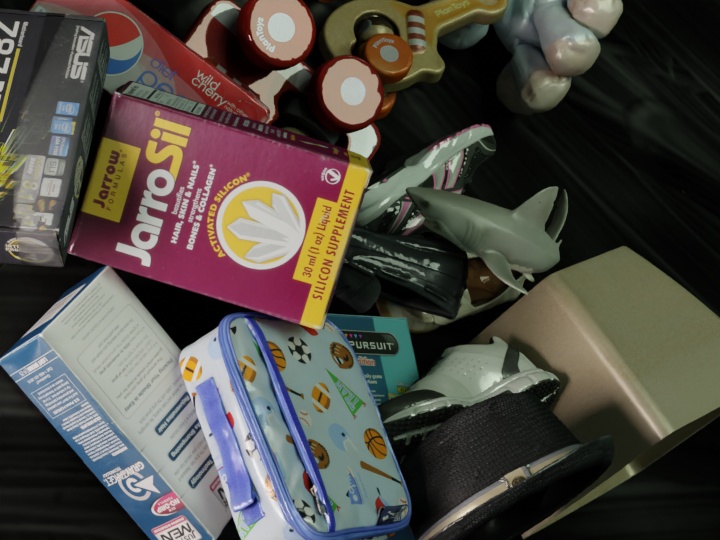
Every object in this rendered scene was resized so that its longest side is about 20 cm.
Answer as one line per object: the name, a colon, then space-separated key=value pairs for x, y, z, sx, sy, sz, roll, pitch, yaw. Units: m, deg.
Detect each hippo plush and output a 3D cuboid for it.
hippo plush: x=0.156 y=-0.268 z=1.850 sx=0.161 sy=0.159 sz=0.200 roll=32 pitch=67 yaw=-14

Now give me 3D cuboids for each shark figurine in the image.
shark figurine: x=0.149 y=-0.039 z=1.646 sx=0.128 sy=0.090 sz=0.214 roll=41 pitch=17 yaw=32

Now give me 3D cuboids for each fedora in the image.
fedora: x=0.099 y=0.162 z=1.490 sx=0.201 sy=0.201 sz=0.092 roll=-11 pitch=63 yaw=-47

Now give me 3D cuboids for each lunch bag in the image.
lunch bag: x=-0.048 y=0.128 z=1.404 sx=0.160 sy=0.076 sz=0.200 roll=5 pitch=56 yaw=-54

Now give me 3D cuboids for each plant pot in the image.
plant pot: x=0.213 y=0.094 z=1.695 sx=0.200 sy=0.200 sz=0.177 roll=-19 pitch=72 yaw=-48

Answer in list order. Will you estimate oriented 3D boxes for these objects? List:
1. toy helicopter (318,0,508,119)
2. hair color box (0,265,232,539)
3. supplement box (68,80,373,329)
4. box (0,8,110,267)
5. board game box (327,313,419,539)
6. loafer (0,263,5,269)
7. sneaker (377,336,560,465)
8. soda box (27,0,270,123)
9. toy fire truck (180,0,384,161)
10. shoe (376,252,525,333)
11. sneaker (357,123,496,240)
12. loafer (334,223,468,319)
toy helicopter: x=0.048 y=-0.235 z=1.754 sx=0.200 sy=0.079 sz=0.132 roll=-24 pitch=70 yaw=-26
hair color box: x=-0.165 y=0.106 z=1.399 sx=0.200 sy=0.061 sz=0.100 roll=51 pitch=41 yaw=-11
supplement box: x=-0.104 y=-0.051 z=1.421 sx=0.200 sy=0.131 sz=0.103 roll=16 pitch=8 yaw=-4
box: x=-0.275 y=-0.100 z=1.349 sx=0.161 sy=0.049 sz=0.200 roll=6 pitch=57 yaw=1
board game box: x=-0.008 y=0.136 z=1.550 sx=0.151 sy=0.047 sz=0.200 roll=6 pitch=65 yaw=-44
loafer: x=-0.261 y=-0.090 z=1.404 sx=0.073 sy=0.071 sz=0.200 roll=31 pitch=50 yaw=-30
sneaker: x=0.072 y=0.109 z=1.572 sx=0.200 sy=0.074 sz=0.080 roll=-12 pitch=46 yaw=-42
soda box: x=-0.169 y=-0.159 z=1.486 sx=0.200 sy=0.070 sz=0.063 roll=37 pitch=1 yaw=-9
toy fire truck: x=-0.086 y=-0.129 z=1.589 sx=0.200 sy=0.112 sz=0.168 roll=41 pitch=69 yaw=-20
shoe: x=0.090 y=0.009 z=1.712 sx=0.200 sy=0.053 sz=0.070 roll=-15 pitch=79 yaw=-48
sneaker: x=0.058 y=-0.064 z=1.716 sx=0.200 sy=0.080 sz=0.086 roll=-33 pitch=102 yaw=-39
loafer: x=0.000 y=0.000 z=1.599 sx=0.200 sy=0.068 sz=0.070 roll=9 pitch=75 yaw=-23
